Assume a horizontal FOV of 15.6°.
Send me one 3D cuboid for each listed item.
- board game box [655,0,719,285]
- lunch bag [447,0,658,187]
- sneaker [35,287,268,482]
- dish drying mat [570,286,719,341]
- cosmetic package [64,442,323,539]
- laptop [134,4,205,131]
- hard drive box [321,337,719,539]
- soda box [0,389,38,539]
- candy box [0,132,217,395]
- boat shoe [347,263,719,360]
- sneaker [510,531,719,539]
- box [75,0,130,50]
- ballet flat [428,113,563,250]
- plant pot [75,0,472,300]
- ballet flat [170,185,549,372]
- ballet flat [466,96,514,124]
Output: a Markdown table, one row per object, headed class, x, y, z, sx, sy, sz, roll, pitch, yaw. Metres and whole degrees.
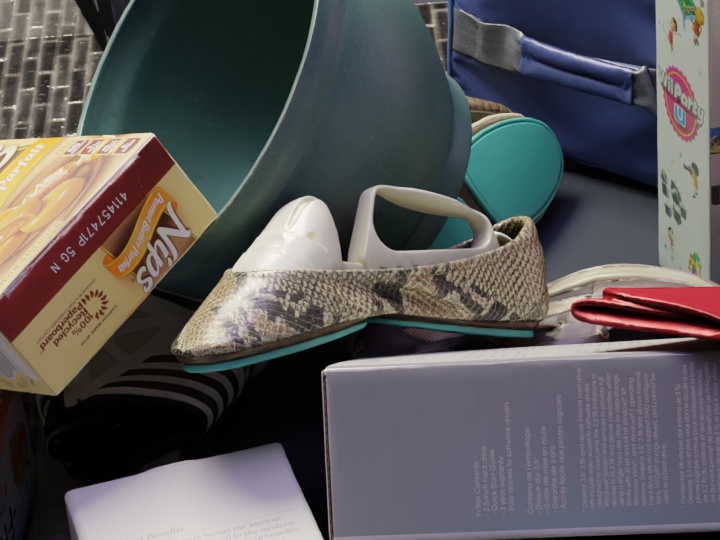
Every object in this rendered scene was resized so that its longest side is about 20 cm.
| class | x | y | z | sx | sy | sz | roll | pitch | yaw |
| --- | --- | --- | --- | --- | --- | --- | --- | --- | --- |
| board game box | 0.228 | -0.090 | 1.333 | 0.147 | 0.201 | 0.064 | -14 | 33 | -15 |
| lunch bag | 0.150 | -0.131 | 1.469 | 0.199 | 0.137 | 0.132 | 19 | 40 | 30 |
| sneaker | -0.154 | 0.039 | 1.297 | 0.199 | 0.076 | 0.115 | 10 | 33 | 18 |
| dish drying mat | 0.169 | 0.018 | 1.150 | 0.076 | 0.018 | 0.200 | 8 | 4 | 31 |
| cosmetic package | -0.053 | 0.163 | 1.094 | 0.101 | 0.072 | 0.200 | -12 | 33 | -11 |
| laptop | -0.180 | -0.088 | 1.425 | 0.199 | 0.104 | 0.177 | -7 | 9 | -5 |
| hard drive box | 0.091 | 0.072 | 1.145 | 0.199 | 0.077 | 0.156 | -3 | 0 | 7 |
| soda box | -0.196 | 0.130 | 1.173 | 0.068 | 0.064 | 0.200 | -2 | 32 | 6 |
| candy box | -0.165 | -0.005 | 1.217 | 0.116 | 0.055 | 0.200 | -48 | 26 | -23 |
| boat shoe | 0.090 | 0.050 | 1.268 | 0.199 | 0.075 | 0.074 | -6 | 43 | 13 |
| sneaker | 0.131 | 0.129 | 1.092 | 0.199 | 0.083 | 0.072 | -4 | 65 | 1 |
| box | -0.124 | -0.214 | 1.661 | 0.122 | 0.107 | 0.200 | -15 | 34 | -12 |
| ballet flat | 0.042 | -0.025 | 1.388 | 0.062 | 0.068 | 0.200 | -22 | 13 | 36 |
| plant pot | -0.031 | -0.067 | 1.277 | 0.134 | 0.201 | 0.200 | 25 | 17 | -32 |
| ballet flat | 0.000 | 0.000 | 1.182 | 0.199 | 0.076 | 0.068 | -5 | 5 | -34 |
| ballet flat | -0.010 | -0.074 | 1.469 | 0.199 | 0.068 | 0.047 | -8 | 47 | 5 |
